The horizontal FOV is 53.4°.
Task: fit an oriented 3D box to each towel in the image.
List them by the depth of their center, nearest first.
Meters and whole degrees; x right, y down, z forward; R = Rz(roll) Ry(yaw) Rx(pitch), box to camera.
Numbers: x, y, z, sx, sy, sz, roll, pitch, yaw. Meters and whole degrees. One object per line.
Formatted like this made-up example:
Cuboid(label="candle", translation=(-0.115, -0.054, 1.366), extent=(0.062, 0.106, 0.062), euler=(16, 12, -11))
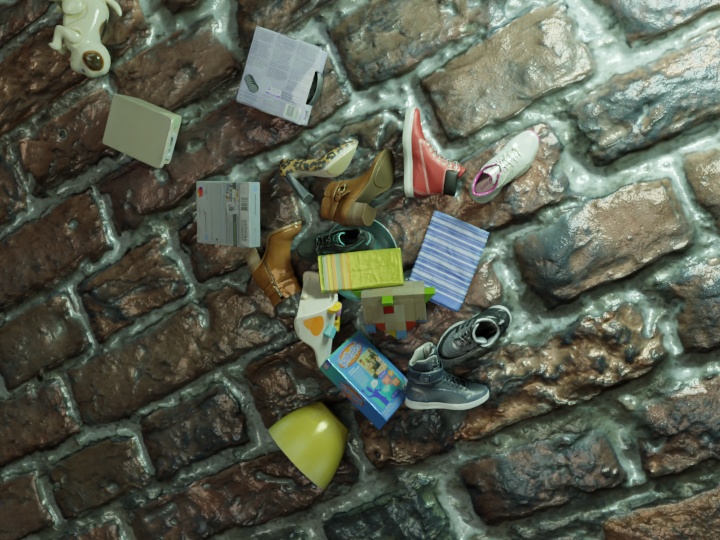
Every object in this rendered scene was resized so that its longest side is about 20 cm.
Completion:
Cuboid(label="towel", translation=(0.000, 0.000, 1.652), extent=(0.194, 0.018, 0.089), euler=(-6, 92, 1))
Cuboid(label="towel", translation=(0.200, -0.020, 1.674), extent=(0.142, 0.024, 0.205), euler=(23, 103, 13))

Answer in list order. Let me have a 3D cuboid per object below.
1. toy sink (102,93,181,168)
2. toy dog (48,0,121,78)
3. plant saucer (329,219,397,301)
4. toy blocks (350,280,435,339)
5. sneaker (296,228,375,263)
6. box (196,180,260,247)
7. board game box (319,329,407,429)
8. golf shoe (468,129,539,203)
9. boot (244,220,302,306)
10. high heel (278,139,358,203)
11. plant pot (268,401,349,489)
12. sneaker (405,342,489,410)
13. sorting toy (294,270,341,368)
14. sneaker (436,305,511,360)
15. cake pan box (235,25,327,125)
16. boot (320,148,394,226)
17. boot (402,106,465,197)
Cuboid(label="toy sink", translation=(-0.538, -0.352, 1.831), extent=(0.196, 0.112, 0.134), euler=(23, 103, 19))
Cuboid(label="toy dog", translation=(-0.710, -0.604, 1.860), extent=(0.189, 0.139, 0.206), euler=(-10, 93, -18))
Cuboid(label="plant saucer", translation=(0.002, -0.029, 1.731), extent=(0.194, 0.036, 0.206), euler=(2, 97, 17))
Cuboid(label="toy blocks", translation=(0.081, 0.099, 1.682), extent=(0.194, 0.101, 0.140), euler=(-4, 124, 6))
Cuboid(label="sneaker", translation=(-0.066, -0.069, 1.682), extent=(0.195, 0.079, 0.078), euler=(-10, 72, 17))
Cuboid(label="box", translation=(-0.333, -0.143, 1.794), extent=(0.196, 0.041, 0.161), euler=(5, 98, 36))
Cuboid(label="board game box", translation=(0.019, 0.255, 1.697), extent=(0.200, 0.151, 0.045), euler=(45, 129, 8))
Cuboid(label="golf shoe", translation=(0.316, -0.226, 1.576), extent=(0.075, 0.091, 0.200), euler=(45, 106, 9))
Cuboid(label="boot", translation=(-0.186, -0.017, 1.777), extent=(0.198, 0.073, 0.157), euler=(-35, 84, 31))
Cuboid(label="high heel", translation=(-0.107, -0.277, 1.731), extent=(0.200, 0.071, 0.143), euler=(-43, 61, 5))
Cuboid(label="plant pot", translation=(-0.109, 0.410, 1.756), extent=(0.200, 0.200, 0.142), euler=(44, 82, 8))
Cuboid(label="sneaker", translation=(0.201, 0.241, 1.644), extent=(0.196, 0.077, 0.150), euler=(-3, 110, -3))
Cuboid(label="sorting toy", translation=(-0.091, 0.130, 1.709), extent=(0.104, 0.202, 0.184), euler=(-1, 121, 3))
Cuboid(label="sneaker", translation=(0.249, 0.150, 1.629), extent=(0.198, 0.114, 0.077), euler=(-33, 86, 19))
Cuboid(label="cake pan box", translation=(-0.189, -0.470, 1.734), extent=(0.196, 0.052, 0.189), euler=(21, 104, 15))
Cuboid(label="boot", translation=(-0.008, -0.199, 1.702), extent=(0.153, 0.076, 0.205), euler=(11, 80, 43))
Cuboid(label="boot", translation=(0.169, -0.271, 1.632), extent=(0.140, 0.072, 0.206), euler=(0, 104, 18))
